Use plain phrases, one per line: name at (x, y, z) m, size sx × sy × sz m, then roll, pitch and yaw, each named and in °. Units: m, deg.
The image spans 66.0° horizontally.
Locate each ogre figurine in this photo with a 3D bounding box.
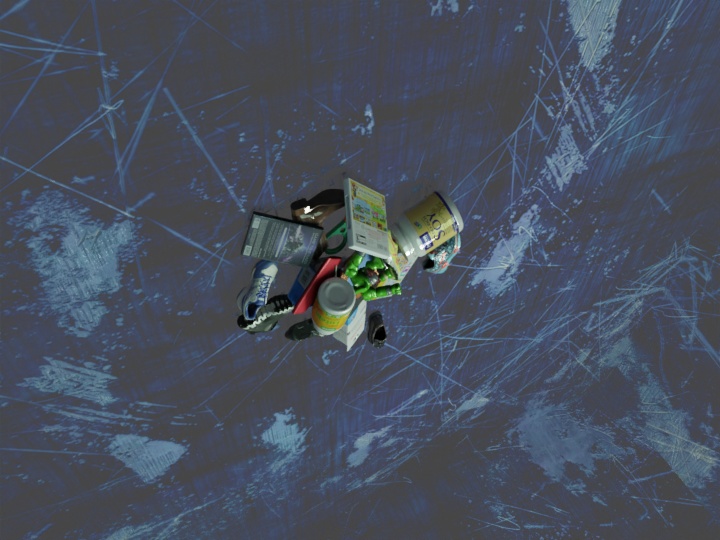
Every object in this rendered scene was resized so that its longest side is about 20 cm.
ogre figurine at (0.025, 0.013, 1.607) m, size 0.118 × 0.100 × 0.200 m, roll -29°, pitch 140°, yaw 14°

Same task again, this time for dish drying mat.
dish drying mat at (-0.126, 0.041, 1.590) m, size 0.202 × 0.018 × 0.076 m, roll -56°, pitch 157°, yaw 17°

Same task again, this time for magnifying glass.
magnifying glass at (-0.049, -0.127, 1.617) m, size 0.078 × 0.023 × 0.202 m, roll 8°, pitch 125°, yaw -40°

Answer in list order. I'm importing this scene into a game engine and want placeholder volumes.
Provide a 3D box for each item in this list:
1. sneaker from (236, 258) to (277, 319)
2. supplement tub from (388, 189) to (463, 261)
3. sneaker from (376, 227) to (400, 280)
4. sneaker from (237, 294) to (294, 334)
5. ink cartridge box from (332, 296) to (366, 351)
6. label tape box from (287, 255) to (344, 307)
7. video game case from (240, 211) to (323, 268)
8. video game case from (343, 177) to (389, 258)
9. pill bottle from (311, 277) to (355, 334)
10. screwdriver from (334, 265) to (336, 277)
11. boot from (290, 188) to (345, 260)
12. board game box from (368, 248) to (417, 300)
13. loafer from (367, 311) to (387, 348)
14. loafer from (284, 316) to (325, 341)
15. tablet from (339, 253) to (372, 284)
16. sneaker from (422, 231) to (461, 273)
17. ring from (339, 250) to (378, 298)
sneaker at (-0.283, 0.054, 1.590) m, size 0.074 × 0.089 × 0.202 m, roll 11°, pitch 123°, yaw -39°
supplement tub at (0.196, -0.135, 1.679) m, size 0.197 × 0.147 × 0.146 m, roll -33°, pitch 142°, yaw -1°
sneaker at (0.088, -0.049, 1.683) m, size 0.091 × 0.076 × 0.202 m, roll -61°, pitch 149°, yaw -29°
sneaker at (-0.275, 0.138, 1.706) m, size 0.196 × 0.067 × 0.091 m, roll -25°, pitch 144°, yaw -4°
ink cartridge box at (-0.038, 0.163, 1.846) m, size 0.116 × 0.067 × 0.202 m, roll -50°, pitch 158°, yaw -33°
label tape box at (-0.113, 0.032, 1.694) m, size 0.198 × 0.063 × 0.146 m, roll -11°, pitch 140°, yaw -51°
video game case at (-0.213, -0.080, 1.505) m, size 0.195 × 0.019 × 0.145 m, roll 10°, pitch 130°, yaw -22°
video game case at (0.018, -0.137, 1.512) m, size 0.022 × 0.187 × 0.198 m, roll -11°, pitch 167°, yaw 30°
pill bottle at (-0.086, 0.113, 1.628) m, size 0.108 × 0.113 × 0.201 m, roll -14°, pitch 157°, yaw -21°
screwdriver at (-0.075, 0.047, 1.652) m, size 0.027 × 0.030 × 0.201 m, roll -1°, pitch 151°, yaw -6°
boot at (-0.099, -0.121, 1.552) m, size 0.181 × 0.065 × 0.203 m, roll -12°, pitch 135°, yaw -5°
board game box at (0.104, 0.007, 1.827) m, size 0.133 × 0.034 × 0.202 m, roll -9°, pitch 137°, yaw -51°
loafer at (0.065, 0.235, 2.041) m, size 0.070 × 0.064 × 0.203 m, roll -22°, pitch 140°, yaw -13°
loafer at (-0.163, 0.190, 1.847) m, size 0.196 × 0.075 × 0.071 m, roll -5°, pitch 174°, yaw -40°
tablet at (0.008, -0.017, 1.722) m, size 0.198 × 0.014 × 0.133 m, roll -30°, pitch 140°, yaw -39°
sneaker at (0.268, -0.065, 1.857) m, size 0.093 × 0.080 × 0.203 m, roll -4°, pitch 133°, yaw -29°
ring at (0.000, 0.000, 1.696) m, size 0.199 × 0.019 × 0.204 m, roll -37°, pitch 144°, yaw -32°
